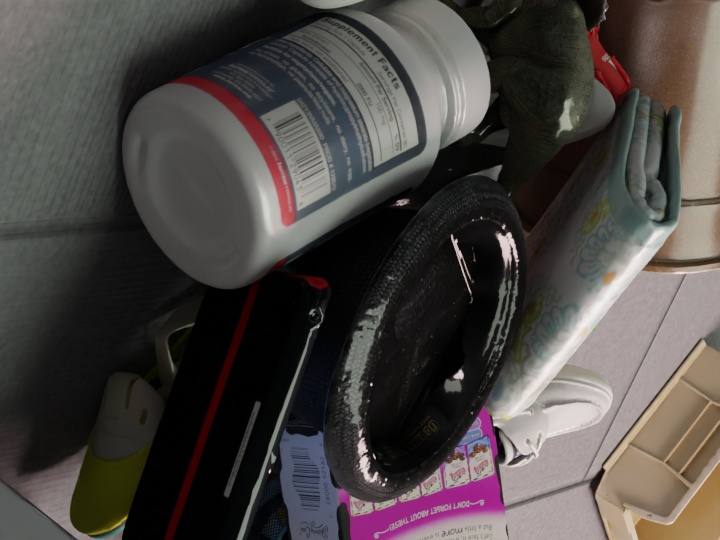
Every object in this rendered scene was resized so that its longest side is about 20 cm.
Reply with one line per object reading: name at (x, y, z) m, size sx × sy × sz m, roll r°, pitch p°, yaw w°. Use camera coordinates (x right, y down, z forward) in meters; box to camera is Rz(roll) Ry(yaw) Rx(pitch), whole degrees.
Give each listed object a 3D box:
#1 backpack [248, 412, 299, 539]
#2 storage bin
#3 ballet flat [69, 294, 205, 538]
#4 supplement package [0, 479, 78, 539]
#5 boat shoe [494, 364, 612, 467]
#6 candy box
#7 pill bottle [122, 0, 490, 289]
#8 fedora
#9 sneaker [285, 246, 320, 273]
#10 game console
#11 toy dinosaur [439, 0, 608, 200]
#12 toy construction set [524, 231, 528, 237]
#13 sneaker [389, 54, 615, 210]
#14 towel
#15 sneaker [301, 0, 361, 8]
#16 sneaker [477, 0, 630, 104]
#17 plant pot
backpack at (-0.030, 0.149, 1.472) m, size 0.200 × 0.153 × 0.176 m, roll -41°, pitch 142°, yaw -22°
storage bin at (0.335, 0.203, 2.224) m, size 0.199 × 0.094 × 0.200 m, roll -50°, pitch 153°, yaw -14°
ballet flat at (-0.119, 0.073, 1.356) m, size 0.200 × 0.067 × 0.067 m, roll -47°, pitch 131°, yaw -25°
supplement package at (-0.218, 0.238, 1.254) m, size 0.200 × 0.152 × 0.151 m, roll -52°, pitch 153°, yaw -10°
boat shoe at (0.102, 0.117, 1.659) m, size 0.200 × 0.069 × 0.072 m, roll 0°, pitch 140°, yaw -23°
candy box at (0.026, 0.180, 1.373) m, size 0.136 × 0.061 × 0.200 m, roll -11°, pitch 95°, yaw -39°
pill bottle at (-0.025, -0.081, 1.254) m, size 0.200 × 0.120 × 0.120 m, roll -30°, pitch 143°, yaw -37°
fedora at (0.013, 0.030, 1.280) m, size 0.201 × 0.092 × 0.201 m, roll -36°, pitch 136°, yaw -45°
sneaker at (0.000, 0.000, 1.427) m, size 0.079 × 0.095 × 0.200 m, roll -48°, pitch -171°, yaw 19°
game console at (-0.076, 0.094, 1.241) m, size 0.031 × 0.177 × 0.200 m, roll 19°, pitch 87°, yaw -21°
toy dinosaur at (0.102, -0.123, 1.329) m, size 0.077 × 0.102 × 0.200 m, roll 46°, pitch 48°, yaw -59°
toy construction set at (0.136, 0.014, 1.673) m, size 0.131 × 0.092 × 0.200 m, roll -48°, pitch 158°, yaw -42°
sneaker at (0.061, -0.078, 1.413) m, size 0.200 × 0.071 × 0.099 m, roll -9°, pitch 147°, yaw -11°
towel at (0.143, -0.013, 1.401) m, size 0.171 × 0.048 × 0.200 m, roll -58°, pitch -175°, yaw 28°
sneaker at (0.031, -0.186, 1.295) m, size 0.200 × 0.073 × 0.085 m, roll -37°, pitch 145°, yaw -37°
sneaker at (0.138, -0.173, 1.434) m, size 0.078 × 0.115 × 0.200 m, roll -43°, pitch 156°, yaw -45°
plant pot at (0.206, -0.132, 1.543) m, size 0.200 × 0.200 × 0.199 m, roll -27°, pitch 133°, yaw -45°
